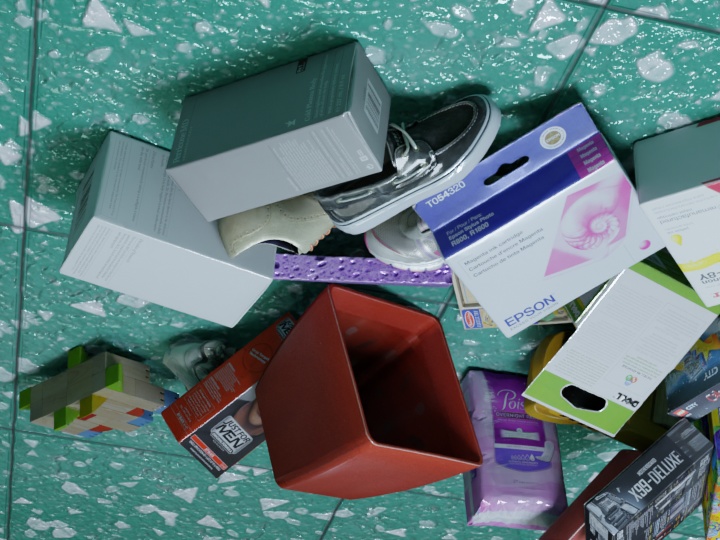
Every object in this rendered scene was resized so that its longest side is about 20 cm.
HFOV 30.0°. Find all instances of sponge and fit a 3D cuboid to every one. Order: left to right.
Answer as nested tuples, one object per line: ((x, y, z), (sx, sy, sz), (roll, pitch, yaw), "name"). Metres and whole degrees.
((0.000, 0.000, 1.480), (0.199, 0.030, 0.112), (2, 179, 0), "sponge")

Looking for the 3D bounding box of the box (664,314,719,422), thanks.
((0.415, 0.066, 1.489), (0.038, 0.137, 0.200), (20, 142, -23), "box")

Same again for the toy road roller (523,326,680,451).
((0.290, 0.142, 1.631), (0.199, 0.124, 0.146), (24, 156, -28), "toy road roller")

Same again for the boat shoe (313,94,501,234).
((0.044, -0.107, 1.292), (0.200, 0.072, 0.071), (-37, 140, 13), "boat shoe")

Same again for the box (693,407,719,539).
((0.475, 0.203, 1.622), (0.121, 0.201, 0.193), (-2, 144, 8), "box")

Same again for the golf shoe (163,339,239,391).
((-0.175, 0.148, 1.735), (0.097, 0.079, 0.200), (4, 147, 36), "golf shoe")

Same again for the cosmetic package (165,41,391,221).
((-0.077, -0.130, 1.280), (0.199, 0.107, 0.090), (-14, 136, 21), "cosmetic package")

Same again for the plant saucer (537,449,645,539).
((0.300, 0.294, 1.642), (0.200, 0.037, 0.199), (-49, 152, 9), "plant saucer")

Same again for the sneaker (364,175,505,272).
((0.098, -0.062, 1.394), (0.199, 0.082, 0.088), (-12, 141, 5), "sneaker")

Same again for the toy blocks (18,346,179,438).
((-0.331, 0.170, 1.756), (0.199, 0.100, 0.136), (-24, 148, 33), "toy blocks")

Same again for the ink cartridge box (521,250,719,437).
((0.278, 0.069, 1.490), (0.147, 0.076, 0.200), (25, 114, -27), "ink cartridge box")

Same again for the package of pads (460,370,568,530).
((0.189, 0.228, 1.685), (0.120, 0.201, 0.076), (8, 141, -13), "package of pads")

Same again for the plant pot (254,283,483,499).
((-0.008, 0.161, 1.552), (0.176, 0.201, 0.199), (-35, 145, 31), "plant pot")

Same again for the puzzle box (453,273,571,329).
((0.168, 0.000, 1.515), (0.132, 0.026, 0.200), (-4, 144, 12), "puzzle box")

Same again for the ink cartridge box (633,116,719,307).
((0.381, -0.061, 1.358), (0.145, 0.084, 0.200), (-17, 140, 26), "ink cartridge box")

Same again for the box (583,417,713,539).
((0.335, 0.274, 1.572), (0.158, 0.050, 0.200), (-39, 152, -11), "box")

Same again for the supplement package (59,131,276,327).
((-0.197, -0.040, 1.412), (0.199, 0.117, 0.117), (20, 142, -20), "supplement package")

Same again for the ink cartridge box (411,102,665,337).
((0.182, -0.044, 1.342), (0.196, 0.043, 0.200), (-31, 132, 13), "ink cartridge box")

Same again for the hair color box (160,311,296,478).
((-0.132, 0.153, 1.642), (0.200, 0.061, 0.102), (-39, 138, -3), "hair color box")

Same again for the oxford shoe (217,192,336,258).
((-0.052, -0.054, 1.381), (0.199, 0.074, 0.071), (-9, 174, -13), "oxford shoe")
